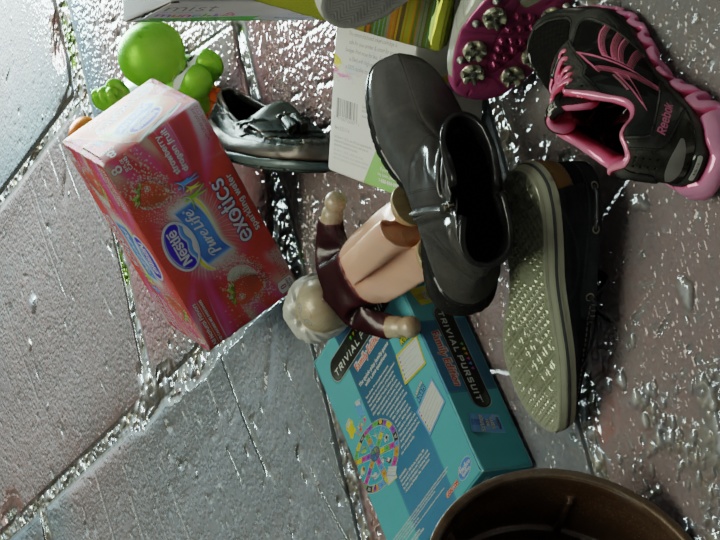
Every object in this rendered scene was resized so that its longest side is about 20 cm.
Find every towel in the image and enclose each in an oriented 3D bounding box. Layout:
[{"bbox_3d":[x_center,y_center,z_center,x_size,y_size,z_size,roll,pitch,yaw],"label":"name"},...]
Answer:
[{"bbox_3d":[-0.025,-0.221,1.561,0.199,0.018,0.086,17,110,15],"label":"towel"}]

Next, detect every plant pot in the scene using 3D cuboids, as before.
[{"bbox_3d":[0.115,0.267,1.442,0.199,0.200,0.201,109,144,-48],"label":"plant pot"}]

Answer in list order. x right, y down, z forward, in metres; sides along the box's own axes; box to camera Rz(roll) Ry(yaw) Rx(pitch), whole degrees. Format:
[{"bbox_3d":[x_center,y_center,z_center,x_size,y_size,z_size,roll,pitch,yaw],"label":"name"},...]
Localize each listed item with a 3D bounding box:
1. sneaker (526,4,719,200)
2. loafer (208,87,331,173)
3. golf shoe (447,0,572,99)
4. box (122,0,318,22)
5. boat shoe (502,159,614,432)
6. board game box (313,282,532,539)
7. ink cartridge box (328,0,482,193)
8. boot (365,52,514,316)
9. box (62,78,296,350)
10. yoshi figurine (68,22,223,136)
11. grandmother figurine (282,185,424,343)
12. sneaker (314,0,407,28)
[{"bbox_3d":[0.150,-0.112,1.413,0.200,0.095,0.079,48,135,49],"label":"sneaker"},{"bbox_3d":[-0.082,-0.117,1.843,0.200,0.072,0.063,14,99,61],"label":"loafer"},{"bbox_3d":[0.107,-0.212,1.513,0.092,0.075,0.200,-111,37,-49],"label":"golf shoe"},{"bbox_3d":[-0.079,-0.281,1.685,0.097,0.199,0.177,-6,89,61],"label":"box"},{"bbox_3d":[0.135,0.017,1.490,0.075,0.062,0.201,30,130,52],"label":"boat shoe"},{"bbox_3d":[0.044,0.106,1.669,0.151,0.047,0.200,-58,45,45],"label":"board game box"},{"bbox_3d":[0.036,-0.163,1.629,0.117,0.067,0.201,24,115,55],"label":"ink cartridge box"},{"bbox_3d":[0.060,-0.079,1.482,0.132,0.070,0.201,103,148,-69],"label":"boot"},{"bbox_3d":[-0.149,-0.046,1.847,0.095,0.100,0.200,30,152,56],"label":"box"},{"bbox_3d":[-0.197,-0.170,2.000,0.200,0.112,0.113,-27,64,55],"label":"yoshi figurine"},{"bbox_3d":[0.000,0.000,1.625,0.200,0.060,0.122,-40,65,54],"label":"grandmother figurine"},{"bbox_3d":[0.022,-0.267,1.506,0.200,0.074,0.116,-51,47,12],"label":"sneaker"}]
